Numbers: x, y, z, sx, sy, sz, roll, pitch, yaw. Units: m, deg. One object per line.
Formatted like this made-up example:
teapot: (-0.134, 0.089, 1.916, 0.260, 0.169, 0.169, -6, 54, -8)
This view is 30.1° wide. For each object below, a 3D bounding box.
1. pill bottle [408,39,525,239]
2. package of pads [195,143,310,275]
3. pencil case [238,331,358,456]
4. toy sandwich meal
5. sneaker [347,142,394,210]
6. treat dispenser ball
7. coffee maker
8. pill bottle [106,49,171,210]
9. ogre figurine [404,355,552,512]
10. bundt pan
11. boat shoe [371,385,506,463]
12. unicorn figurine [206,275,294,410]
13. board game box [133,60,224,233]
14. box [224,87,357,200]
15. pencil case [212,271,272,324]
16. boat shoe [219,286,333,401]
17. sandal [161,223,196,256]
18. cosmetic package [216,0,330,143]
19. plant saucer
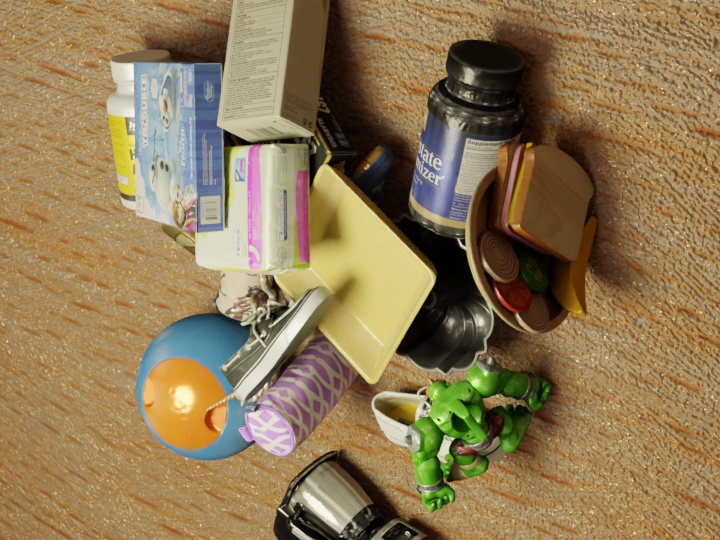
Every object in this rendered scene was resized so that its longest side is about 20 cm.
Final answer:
pill bottle: (0.122, -0.147, 1.493, 0.111, 0.111, 0.202, 28, 125, 28)
package of pads: (-0.134, -0.074, 1.639, 0.199, 0.067, 0.157, 5, 97, 56)
pencil case: (-0.073, 0.157, 1.739, 0.085, 0.200, 0.085, -16, 110, 43)
toy sandwich meal: (0.193, -0.034, 1.439, 0.070, 0.204, 0.207, -15, 99, 45)
sneaker: (0.007, -0.073, 1.666, 0.088, 0.075, 0.201, 36, 134, 2)
treat dispenser ball: (-0.210, 0.160, 1.856, 0.199, 0.200, 0.204, 18, 120, 33)
coffee maker: (-0.012, 0.379, 1.856, 0.199, 0.134, 0.193, 39, 153, 21)
pill bottle: (-0.285, -0.192, 1.820, 0.110, 0.111, 0.203, 10, 116, 37)
ogre figurine: (0.130, 0.179, 1.569, 0.199, 0.099, 0.120, -31, 129, 10)
bundt pan: (0.100, 0.018, 1.608, 0.200, 0.075, 0.205, 21, 123, 36)
boat shoe: (0.094, 0.184, 1.683, 0.200, 0.075, 0.086, 12, 148, 43)
unicorn figurine: (-0.121, 0.084, 1.751, 0.073, 0.200, 0.139, 13, 122, 32)
board game box: (-0.230, -0.159, 1.672, 0.198, 0.043, 0.203, 15, 107, 59)
box: (-0.091, -0.159, 1.667, 0.160, 0.049, 0.201, -57, 49, 39)
pencil case: (-0.153, -0.031, 1.803, 0.089, 0.077, 0.202, 38, 131, 40)
boat shoe: (-0.108, 0.076, 1.644, 0.068, 0.073, 0.200, 46, 129, 8)
sandal: (-0.218, -0.050, 1.811, 0.080, 0.200, 0.054, 36, 88, 4)
cosmetic package: (-0.101, -0.261, 1.589, 0.104, 0.071, 0.203, -1, 76, 37)
plant saucer: (0.000, 0.000, 1.606, 0.200, 0.048, 0.201, 45, 134, 19)
